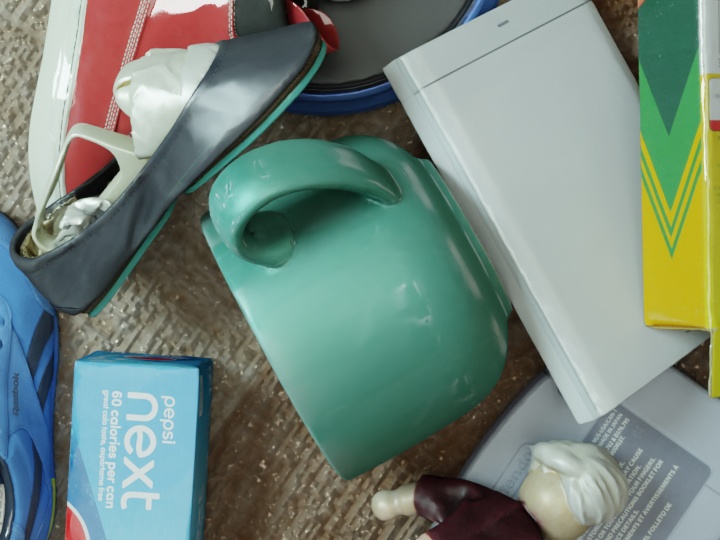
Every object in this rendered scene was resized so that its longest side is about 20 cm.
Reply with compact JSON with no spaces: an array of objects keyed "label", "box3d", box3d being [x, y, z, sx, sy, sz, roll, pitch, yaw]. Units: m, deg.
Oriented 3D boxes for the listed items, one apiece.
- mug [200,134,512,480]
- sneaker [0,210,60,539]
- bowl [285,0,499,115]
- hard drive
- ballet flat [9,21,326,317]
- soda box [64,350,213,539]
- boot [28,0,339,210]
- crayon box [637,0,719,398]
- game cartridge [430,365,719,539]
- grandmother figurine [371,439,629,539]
[{"label":"mug","box3d":[0.005,0.009,0.826,0.114,0.185,0.153,-29,87,-1]},{"label":"sneaker","box3d":[-0.196,0.065,0.889,0.065,0.078,0.202,-4,91,4]},{"label":"bowl","box3d":[-0.017,-0.183,0.892,0.198,0.039,0.203,0,92,1]},{"label":"hard drive","box3d":[0.110,-0.041,0.866,0.131,0.027,0.201,-30,91,-34]},{"label":"ballet flat","box3d":[-0.101,-0.056,0.803,0.073,0.073,0.200,46,117,0]},{"label":"soda box","box3d":[-0.119,0.146,0.895,0.067,0.064,0.202,4,92,2]},{"label":"boot","box3d":[-0.086,-0.085,0.854,0.143,0.072,0.202,15,110,16]},{"label":"crayon box","box3d":[0.203,-0.042,0.855,0.126,0.051,0.202,-2,91,-32]},{"label":"game cartridge","box3d":[0.114,0.135,0.902,0.133,0.042,0.201,35,93,5]},{"label":"grandmother figurine","box3d":[0.046,0.149,0.847,0.199,0.061,0.122,-32,56,-9]}]
